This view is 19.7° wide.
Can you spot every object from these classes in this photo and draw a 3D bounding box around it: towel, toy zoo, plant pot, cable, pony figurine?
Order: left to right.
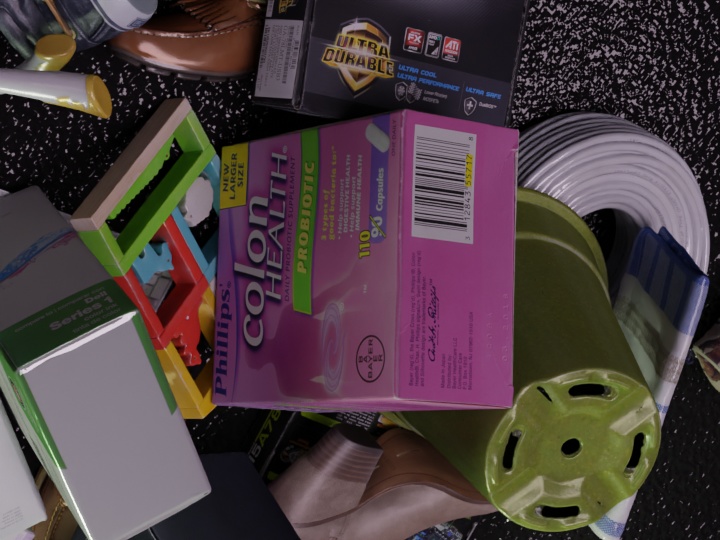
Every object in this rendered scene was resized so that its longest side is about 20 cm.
[{"bbox_3d":[-0.265,-0.143,1.191,0.199,0.167,0.193,-10,137,16],"label":"pony figurine"},{"bbox_3d":[-0.110,0.004,1.374,0.131,0.020,0.201,-57,132,-41],"label":"toy zoo"},{"bbox_3d":[0.109,0.072,1.383,0.199,0.190,0.201,-8,118,-15],"label":"plant pot"},{"bbox_3d":[0.161,-0.014,1.517,0.199,0.069,0.201,-21,118,-18],"label":"cable"},{"bbox_3d":[0.189,0.077,1.448,0.024,0.147,0.201,15,104,-10],"label":"towel"}]

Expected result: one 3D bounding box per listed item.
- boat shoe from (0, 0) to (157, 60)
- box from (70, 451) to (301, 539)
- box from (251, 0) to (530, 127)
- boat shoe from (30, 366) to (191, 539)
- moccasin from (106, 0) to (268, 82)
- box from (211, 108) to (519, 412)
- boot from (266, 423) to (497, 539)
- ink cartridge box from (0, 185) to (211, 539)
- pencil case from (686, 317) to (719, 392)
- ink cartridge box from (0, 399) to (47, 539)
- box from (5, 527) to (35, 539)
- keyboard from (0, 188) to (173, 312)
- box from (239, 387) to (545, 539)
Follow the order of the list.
[{"bbox_3d":[-0.211,-0.219,1.246,0.091,0.071,0.201,-25,103,22],"label":"boat shoe"},{"bbox_3d":[-0.114,0.260,1.364,0.117,0.197,0.200,-1,132,-41],"label":"box"},{"bbox_3d":[0.030,-0.189,1.342,0.199,0.050,0.200,9,93,-44],"label":"box"},{"bbox_3d":[-0.172,0.142,1.413,0.072,0.068,0.201,20,100,-32],"label":"boat shoe"},{"bbox_3d":[-0.070,-0.166,1.335,0.200,0.074,0.078,-9,112,-24],"label":"moccasin"},{"bbox_3d":[0.000,0.000,1.327,0.096,0.200,0.177,7,82,-37],"label":"box"},{"bbox_3d":[0.000,0.186,1.475,0.199,0.070,0.147,21,109,-36],"label":"boot"},{"bbox_3d":[-0.184,0.055,1.288,0.084,0.200,0.145,-27,124,-13],"label":"ink cartridge box"},{"bbox_3d":[0.344,0.019,1.621,0.078,0.089,0.200,42,88,-5],"label":"pencil case"},{"bbox_3d":[-0.326,0.116,1.315,0.199,0.084,0.176,-25,120,-16],"label":"ink cartridge box"},{"bbox_3d":[-0.299,0.240,1.406,0.039,0.041,0.200,37,92,-32],"label":"box"},{"bbox_3d":[-0.212,-0.016,1.363,0.199,0.011,0.056,21,100,-32],"label":"keyboard"},{"bbox_3d":[0.015,0.135,1.519,0.199,0.048,0.194,22,102,-33],"label":"box"}]
